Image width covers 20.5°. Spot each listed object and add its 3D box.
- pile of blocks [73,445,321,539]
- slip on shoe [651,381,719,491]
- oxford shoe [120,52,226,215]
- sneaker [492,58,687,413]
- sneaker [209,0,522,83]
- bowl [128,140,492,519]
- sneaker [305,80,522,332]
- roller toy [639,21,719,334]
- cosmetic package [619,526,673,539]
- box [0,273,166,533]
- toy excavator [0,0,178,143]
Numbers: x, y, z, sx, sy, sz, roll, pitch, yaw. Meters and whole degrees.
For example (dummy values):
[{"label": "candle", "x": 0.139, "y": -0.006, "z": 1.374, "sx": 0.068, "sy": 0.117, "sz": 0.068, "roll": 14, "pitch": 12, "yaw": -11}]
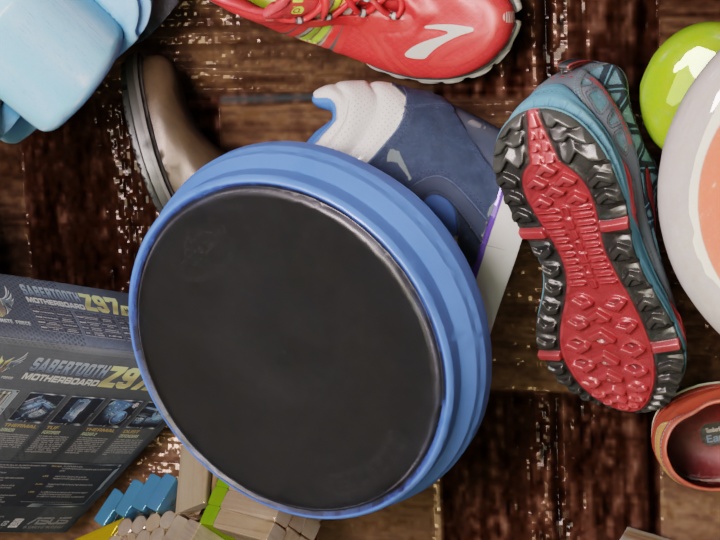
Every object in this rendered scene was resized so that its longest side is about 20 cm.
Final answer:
[{"label": "pile of blocks", "x": -0.092, "y": 0.150, "z": 1.146, "sx": 0.199, "sy": 0.082, "sz": 0.062, "roll": -21, "pitch": 137, "yaw": 30}, {"label": "slip on shoe", "x": 0.243, "y": 0.078, "z": 1.007, "sx": 0.199, "sy": 0.061, "sz": 0.074, "roll": -10, "pitch": 96, "yaw": 19}, {"label": "oxford shoe", "x": -0.067, "y": -0.036, "z": 1.092, "sx": 0.084, "sy": 0.073, "sz": 0.201, "roll": -28, "pitch": 93, "yaw": 4}, {"label": "sneaker", "x": 0.133, "y": -0.018, "z": 1.014, "sx": 0.079, "sy": 0.096, "sz": 0.201, "roll": 4, "pitch": 129, "yaw": 28}, {"label": "sneaker", "x": -0.017, "y": -0.142, "z": 1.035, "sx": 0.199, "sy": 0.085, "sz": 0.077, "roll": 16, "pitch": 107, "yaw": 15}, {"label": "bowl", "x": -0.031, "y": 0.035, "z": 1.009, "sx": 0.200, "sy": 0.039, "sz": 0.202, "roll": 12, "pitch": 117, "yaw": 25}, {"label": "sneaker", "x": 0.000, "y": 0.000, "z": 1.048, "sx": 0.146, "sy": 0.081, "sz": 0.201, "roll": 19, "pitch": 99, "yaw": -2}, {"label": "roller toy", "x": 0.238, "y": -0.043, "z": 0.940, "sx": 0.199, "sy": 0.140, "sz": 0.183, "roll": -15, "pitch": 97, "yaw": 20}, {"label": "cosmetic package", "x": 0.216, "y": 0.217, "z": 1.039, "sx": 0.199, "sy": 0.071, "sz": 0.106, "roll": 17, "pitch": 107, "yaw": 15}, {"label": "box", "x": -0.192, "y": 0.076, "z": 1.080, "sx": 0.158, "sy": 0.200, "sz": 0.051, "roll": -46, "pitch": 61, "yaw": 23}, {"label": "toy excavator", "x": -0.194, "y": -0.092, "z": 1.029, "sx": 0.194, "sy": 0.200, "sz": 0.100, "roll": -38, "pitch": 115, "yaw": 22}]
